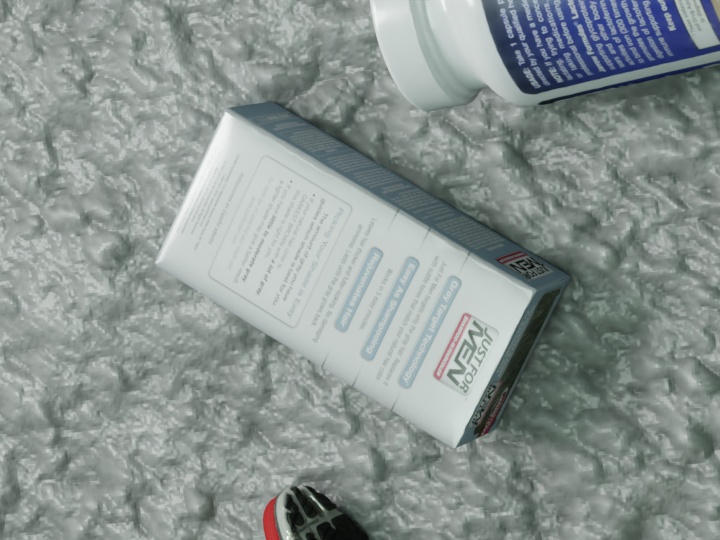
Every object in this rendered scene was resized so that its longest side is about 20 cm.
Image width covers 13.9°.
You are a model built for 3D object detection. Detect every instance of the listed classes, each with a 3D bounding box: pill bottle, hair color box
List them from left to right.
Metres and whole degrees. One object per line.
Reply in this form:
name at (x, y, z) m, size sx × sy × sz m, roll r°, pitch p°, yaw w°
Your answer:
hair color box at (0.000, 0.000, 1.584) m, size 0.200 × 0.061 × 0.099 m, roll 31°, pitch 108°, yaw 17°
pill bottle at (0.113, -0.147, 1.488) m, size 0.200 × 0.116 × 0.116 m, roll -12°, pitch 92°, yaw 23°

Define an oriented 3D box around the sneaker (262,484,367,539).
sneaker at (-0.021, 0.218, 1.614) m, size 0.085 × 0.077 × 0.200 m, roll -21°, pitch 88°, yaw 29°
